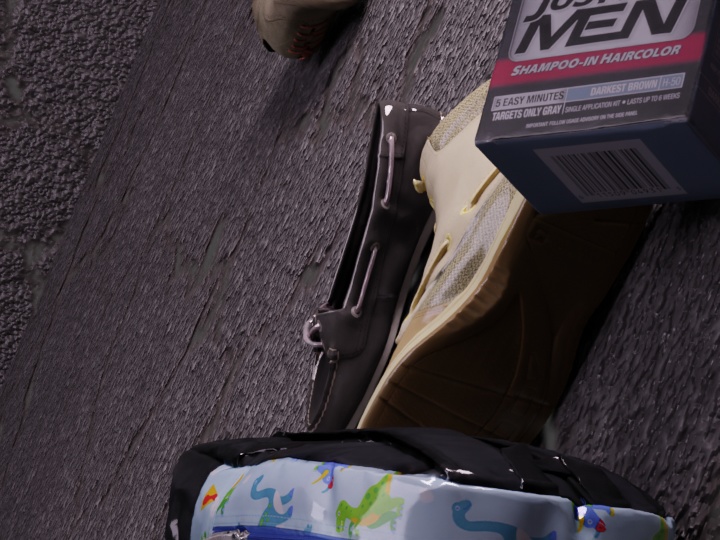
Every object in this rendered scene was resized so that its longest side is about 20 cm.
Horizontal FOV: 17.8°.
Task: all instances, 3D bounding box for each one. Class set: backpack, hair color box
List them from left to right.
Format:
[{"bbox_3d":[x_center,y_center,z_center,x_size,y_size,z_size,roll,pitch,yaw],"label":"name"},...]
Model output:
[{"bbox_3d":[0.030,0.116,0.829,0.200,0.163,0.154,-31,46,57],"label":"backpack"},{"bbox_3d":[0.122,-0.125,0.935,0.099,0.061,0.200,-4,58,36],"label":"hair color box"}]

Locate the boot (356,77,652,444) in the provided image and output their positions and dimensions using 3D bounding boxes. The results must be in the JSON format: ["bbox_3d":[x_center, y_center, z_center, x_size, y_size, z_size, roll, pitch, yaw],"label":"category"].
[{"bbox_3d":[0.051,0.003,1.050,0.200,0.073,0.155,-61,17,13],"label":"boot"}]

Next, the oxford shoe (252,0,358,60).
[{"bbox_3d":[-0.036,-0.200,1.768,0.200,0.070,0.075,-161,67,-75],"label":"oxford shoe"}]

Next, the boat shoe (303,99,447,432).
[{"bbox_3d":[0.000,0.000,1.289,0.200,0.057,0.067,-67,14,-1],"label":"boat shoe"}]
